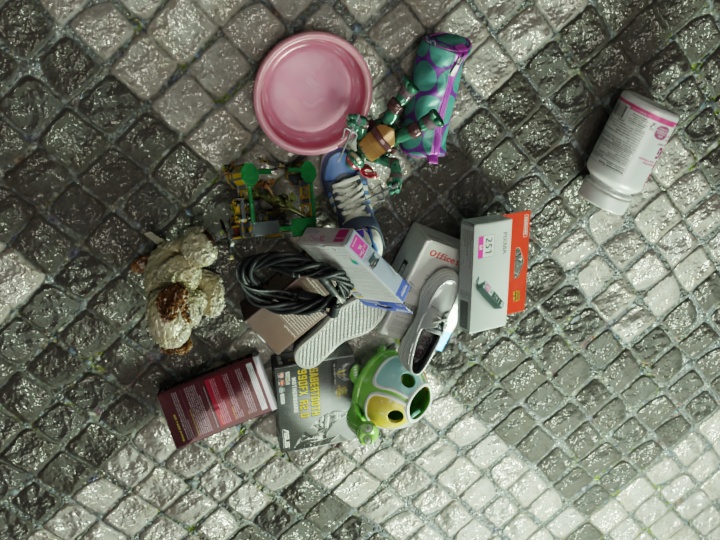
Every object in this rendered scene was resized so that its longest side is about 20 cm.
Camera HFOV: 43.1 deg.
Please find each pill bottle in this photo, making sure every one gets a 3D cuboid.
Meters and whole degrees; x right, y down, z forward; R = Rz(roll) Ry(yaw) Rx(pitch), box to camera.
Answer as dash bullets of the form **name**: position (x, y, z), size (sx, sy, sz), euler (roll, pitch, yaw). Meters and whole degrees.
- **pill bottle**: position (0.482, -0.212, 1.657), size (0.112, 0.114, 0.202), euler (14, 113, -22)

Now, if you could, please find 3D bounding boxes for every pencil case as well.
- **pencil case**: position (0.123, -0.290, 1.522), size (0.084, 0.092, 0.203), euler (-5, 121, -30)

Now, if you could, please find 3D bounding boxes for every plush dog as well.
- **plush dog**: position (-0.311, 0.045, 1.511), size (0.157, 0.174, 0.202), euler (0, 140, -2)

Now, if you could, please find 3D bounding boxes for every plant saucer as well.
- **plant saucer**: position (-0.080, -0.291, 1.485), size (0.197, 0.051, 0.204), euler (-8, 119, -14)

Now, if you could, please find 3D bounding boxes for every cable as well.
- **cable**: position (-0.113, 0.024, 1.518), size (0.197, 0.052, 0.163), euler (18, 150, -13)

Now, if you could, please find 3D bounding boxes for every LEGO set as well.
- **LEGO set**: position (-0.166, -0.110, 1.517), size (0.199, 0.115, 0.157), euler (-20, 101, -46)

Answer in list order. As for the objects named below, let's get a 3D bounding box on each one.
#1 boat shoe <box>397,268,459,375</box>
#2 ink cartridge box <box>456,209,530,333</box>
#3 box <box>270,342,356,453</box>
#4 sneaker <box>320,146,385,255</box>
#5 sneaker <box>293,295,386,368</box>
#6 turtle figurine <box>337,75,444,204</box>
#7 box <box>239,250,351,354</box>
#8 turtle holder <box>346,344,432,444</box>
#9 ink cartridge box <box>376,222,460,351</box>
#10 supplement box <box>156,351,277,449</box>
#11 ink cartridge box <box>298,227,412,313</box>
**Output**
- **boat shoe**: position (0.127, 0.095, 1.637), size (0.071, 0.069, 0.202), euler (22, 106, -27)
- **ink cartridge box**: position (0.254, 0.000, 1.652), size (0.171, 0.043, 0.204), euler (-10, 109, -32)
- **box**: position (-0.089, 0.248, 1.766), size (0.156, 0.048, 0.203), euler (-7, 119, -12)
- **sneaker**: position (-0.007, -0.102, 1.549), size (0.079, 0.147, 0.203), euler (-17, 122, -7)
- **sneaker**: position (-0.044, 0.094, 1.679), size (0.199, 0.080, 0.079), euler (-34, 116, 4)
- **turtle figurine**: position (0.032, -0.212, 1.488), size (0.199, 0.101, 0.150), euler (-40, 115, 16)
- **box**: position (-0.109, 0.045, 1.641), size (0.199, 0.075, 0.100), euler (-39, 121, 4)
- **turtle holder**: position (0.051, 0.234, 1.719), size (0.184, 0.130, 0.143), euler (-13, 114, -48)
- **ink cartridge box**: position (0.126, 0.032, 1.695), size (0.144, 0.085, 0.202), euler (19, 109, -25)
- **supplement box**: position (-0.263, 0.237, 1.681), size (0.197, 0.061, 0.110), euler (-20, 95, -5)
- **ink cartridge box**: position (0.000, 0.000, 1.518), size (0.200, 0.118, 0.042), euler (46, 63, -35)
